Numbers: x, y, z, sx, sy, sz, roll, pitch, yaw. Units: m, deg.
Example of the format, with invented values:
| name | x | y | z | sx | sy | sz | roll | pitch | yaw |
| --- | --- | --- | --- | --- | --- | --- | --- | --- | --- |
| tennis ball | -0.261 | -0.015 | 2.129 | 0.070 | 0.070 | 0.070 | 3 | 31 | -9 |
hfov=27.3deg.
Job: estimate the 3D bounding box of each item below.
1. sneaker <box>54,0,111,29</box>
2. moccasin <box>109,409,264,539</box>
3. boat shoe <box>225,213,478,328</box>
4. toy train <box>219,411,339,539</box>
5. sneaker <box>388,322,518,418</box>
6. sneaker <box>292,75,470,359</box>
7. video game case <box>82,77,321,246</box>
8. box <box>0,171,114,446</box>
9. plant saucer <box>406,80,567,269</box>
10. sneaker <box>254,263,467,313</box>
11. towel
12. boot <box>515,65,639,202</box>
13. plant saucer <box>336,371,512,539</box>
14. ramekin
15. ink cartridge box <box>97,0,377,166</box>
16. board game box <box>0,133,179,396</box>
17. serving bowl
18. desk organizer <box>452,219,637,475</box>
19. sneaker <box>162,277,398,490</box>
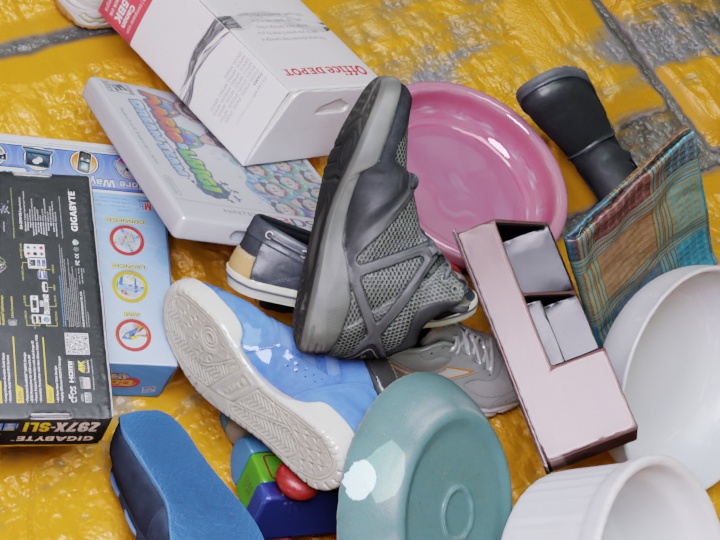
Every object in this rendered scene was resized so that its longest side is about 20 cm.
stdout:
| name | x | y | z | sx | sy | sz | roll | pitch | yaw |
| --- | --- | --- | --- | --- | --- | --- | --- | --- | --- |
| sneaker | -0.174 | -0.277 | 1.309 | 0.200 | 0.088 | 0.076 | -32 | 76 | -38 |
| moccasin | -0.118 | 0.183 | 1.032 | 0.080 | 0.068 | 0.200 | 1 | 38 | -32 |
| boat shoe | 0.000 | 0.000 | 1.109 | 0.200 | 0.062 | 0.075 | 11 | 14 | -19 |
| toy train | -0.006 | 0.145 | 1.139 | 0.200 | 0.085 | 0.116 | 0 | 45 | -29 |
| sneaker | 0.067 | 0.066 | 1.206 | 0.200 | 0.092 | 0.076 | 9 | 56 | -21 |
| sneaker | 0.026 | -0.032 | 1.043 | 0.114 | 0.076 | 0.200 | 11 | 90 | -16 |
| video game case | -0.108 | -0.082 | 1.186 | 0.182 | 0.024 | 0.200 | 7 | 33 | -39 |
| box | -0.262 | 0.023 | 1.034 | 0.160 | 0.049 | 0.200 | 1 | 61 | -22 |
| plant saucer | 0.088 | -0.078 | 1.327 | 0.200 | 0.051 | 0.201 | 14 | 52 | -19 |
| sneaker | -0.002 | -0.011 | 1.235 | 0.200 | 0.077 | 0.085 | 9 | 48 | -23 |
| towel | 0.239 | -0.014 | 1.238 | 0.147 | 0.200 | 0.022 | -43 | 55 | -12 |
| boot | 0.227 | -0.079 | 1.352 | 0.165 | 0.066 | 0.200 | 16 | 48 | -60 |
| plant saucer | 0.057 | 0.173 | 1.059 | 0.200 | 0.036 | 0.200 | 2 | 88 | -53 |
| ramekin | 0.187 | 0.239 | 1.105 | 0.200 | 0.098 | 0.201 | 12 | 75 | -49 |
| ink cartridge box | -0.098 | -0.185 | 1.243 | 0.200 | 0.083 | 0.147 | 47 | 29 | 19 |
| board game box | -0.247 | -0.007 | 1.125 | 0.200 | 0.056 | 0.196 | 5 | 59 | -23 |
| serving bowl | 0.266 | 0.088 | 1.262 | 0.200 | 0.066 | 0.200 | -11 | 108 | -37 |
| desk organizer | 0.145 | 0.052 | 1.166 | 0.077 | 0.072 | 0.200 | -21 | 73 | 4 |
| sneaker | -0.048 | 0.067 | 1.088 | 0.200 | 0.077 | 0.111 | 39 | 41 | 24 |
